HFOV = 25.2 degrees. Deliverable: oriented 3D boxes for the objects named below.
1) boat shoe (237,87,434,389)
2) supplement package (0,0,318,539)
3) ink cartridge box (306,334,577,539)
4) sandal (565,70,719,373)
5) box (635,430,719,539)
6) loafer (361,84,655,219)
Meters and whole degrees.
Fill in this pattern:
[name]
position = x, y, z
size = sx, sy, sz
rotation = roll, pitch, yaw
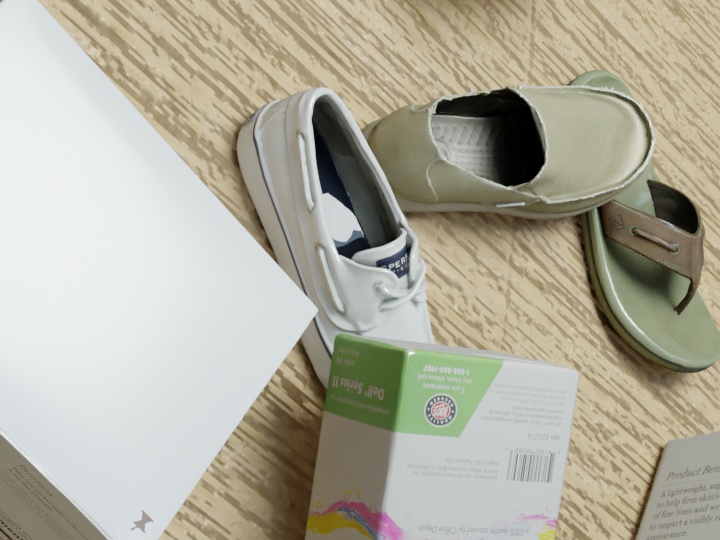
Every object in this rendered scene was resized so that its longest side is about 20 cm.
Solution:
[boat shoe]
position = 0.000, 0.000, 0.853
size = 0.073, 0.065, 0.201
rotation = -34, 99, -39
[supplement package]
position = -0.148, 0.011, 0.705
size = 0.200, 0.110, 0.156
rotation = 48, 54, -18
[ink cartridge box]
position = 0.034, 0.140, 0.810
size = 0.116, 0.067, 0.202
rotation = 9, 90, -36
[sandal]
position = 0.179, -0.031, 1.007
size = 0.079, 0.057, 0.203
rotation = -20, 90, -40
[box]
position = 0.293, 0.190, 0.942
size = 0.200, 0.198, 0.131
rotation = 40, 57, -22
[loafer]
position = 0.096, -0.069, 0.928
size = 0.198, 0.068, 0.076
rotation = -9, 84, -27
